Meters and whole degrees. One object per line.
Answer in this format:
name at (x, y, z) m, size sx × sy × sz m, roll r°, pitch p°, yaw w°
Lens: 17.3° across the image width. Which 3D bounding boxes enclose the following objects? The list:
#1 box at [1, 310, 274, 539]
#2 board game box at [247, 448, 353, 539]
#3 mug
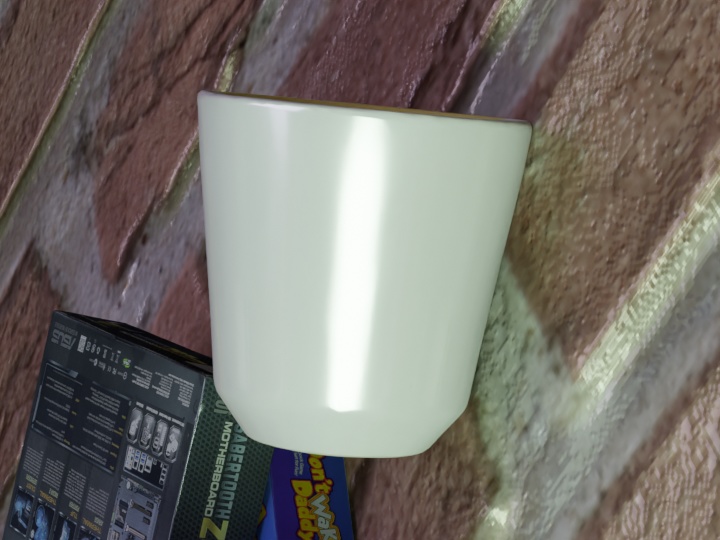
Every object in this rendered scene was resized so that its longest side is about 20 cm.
box at (-0.117, 0.114, 1.203) m, size 0.200 × 0.051 × 0.158 m, roll 15°, pitch 93°, yaw 60°
board game box at (-0.055, 0.156, 1.177) m, size 0.134 × 0.045 × 0.200 m, roll -45°, pitch 43°, yaw 45°
mug at (0.005, 0.001, 1.074) m, size 0.149 × 0.187 × 0.153 m, roll 7°, pitch 95°, yaw 29°
